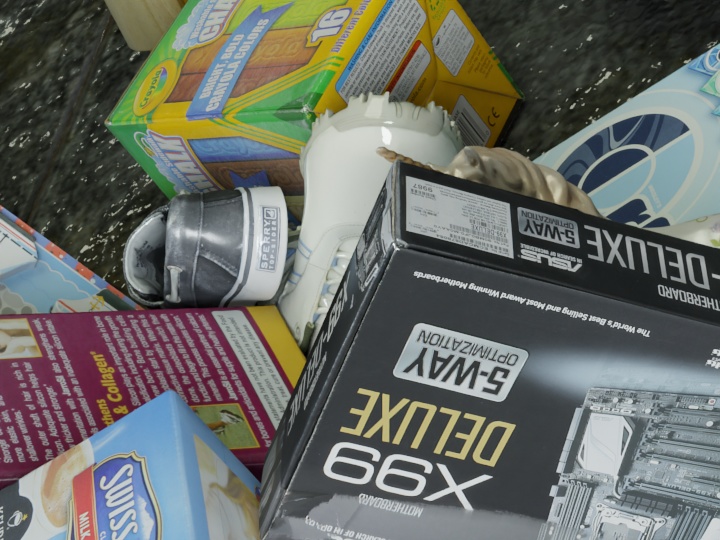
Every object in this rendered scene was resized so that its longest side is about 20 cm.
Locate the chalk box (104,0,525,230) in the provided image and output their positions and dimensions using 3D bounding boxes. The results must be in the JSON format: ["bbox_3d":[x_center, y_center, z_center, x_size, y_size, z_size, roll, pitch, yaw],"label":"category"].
[{"bbox_3d":[-0.039,-0.085,1.208,0.199,0.124,0.125,0,51,43],"label":"chalk box"}]

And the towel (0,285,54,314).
[{"bbox_3d":[-0.168,0.111,1.113,0.023,0.152,0.201,-52,14,54],"label":"towel"}]

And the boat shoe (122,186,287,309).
[{"bbox_3d":[-0.085,-0.004,1.129,0.200,0.067,0.072,153,121,-77],"label":"boat shoe"}]

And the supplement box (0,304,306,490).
[{"bbox_3d":[-0.117,0.092,1.014,0.198,0.104,0.131,-1,31,-21],"label":"supplement box"}]

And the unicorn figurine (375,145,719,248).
[{"bbox_3d":[0.108,0.012,0.931,0.198,0.139,0.074,-5,-1,-4],"label":"unicorn figurine"}]

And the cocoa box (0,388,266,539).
[{"bbox_3d":[-0.063,0.174,0.880,0.131,0.200,0.134,-31,36,12],"label":"cocoa box"}]

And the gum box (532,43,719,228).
[{"bbox_3d":[0.135,-0.010,1.031,0.199,0.045,0.170,-31,35,12],"label":"gum box"}]

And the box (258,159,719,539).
[{"bbox_3d":[0.078,0.055,0.833,0.050,0.198,0.158,-91,20,-49],"label":"box"}]

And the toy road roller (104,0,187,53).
[{"bbox_3d":[-0.060,-0.213,1.381,0.199,0.123,0.146,-5,34,37],"label":"toy road roller"}]

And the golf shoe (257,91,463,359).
[{"bbox_3d":[0.000,0.000,1.070,0.200,0.078,0.098,112,163,-55],"label":"golf shoe"}]

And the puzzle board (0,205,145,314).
[{"bbox_3d":[-0.168,0.052,1.120,0.151,0.199,0.017,-54,-1,-36],"label":"puzzle board"}]
